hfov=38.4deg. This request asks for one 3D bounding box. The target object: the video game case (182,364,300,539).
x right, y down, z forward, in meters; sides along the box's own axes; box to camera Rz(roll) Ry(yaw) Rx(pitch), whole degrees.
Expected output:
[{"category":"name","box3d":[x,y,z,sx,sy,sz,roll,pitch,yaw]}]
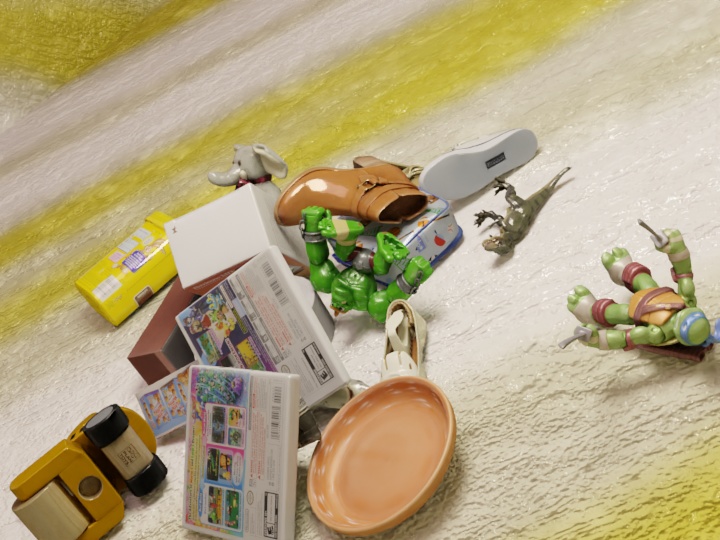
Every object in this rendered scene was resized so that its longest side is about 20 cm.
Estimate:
[{"category":"video game case","box3d":[-0.144,0.219,1.230,0.181,0.203,0.024,0,-3,42]}]

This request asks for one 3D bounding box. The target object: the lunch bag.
[{"category":"lunch bag","box3d":[0.043,-0.053,1.542,0.160,0.076,0.199,-44,33,-17]}]

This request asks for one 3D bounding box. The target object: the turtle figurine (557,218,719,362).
[{"category":"turtle figurine","box3d":[0.287,0.015,1.131,0.198,0.146,0.194,9,5,-13]}]

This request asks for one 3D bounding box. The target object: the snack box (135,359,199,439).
[{"category":"snack box","box3d":[-0.226,0.164,1.421,0.199,0.072,0.024,-29,-7,30]}]

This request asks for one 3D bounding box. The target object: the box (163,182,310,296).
[{"category":"box","box3d":[-0.177,-0.032,1.565,0.151,0.200,0.107,-24,75,13]}]

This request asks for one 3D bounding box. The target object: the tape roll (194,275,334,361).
[{"category":"tape roll","box3d":[-0.139,0.096,1.491,0.199,0.066,0.201,-23,32,15]}]

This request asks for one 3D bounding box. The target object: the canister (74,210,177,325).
[{"category":"canister","box3d":[-0.399,-0.004,1.846,0.200,0.087,0.148,-43,32,-17]}]

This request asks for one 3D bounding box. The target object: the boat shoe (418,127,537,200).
[{"category":"boat shoe","box3d":[0.169,-0.172,1.596,0.201,0.075,0.086,-28,22,-13]}]

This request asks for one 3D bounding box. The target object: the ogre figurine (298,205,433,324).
[{"category":"ogre figurine","box3d":[0.000,0.000,1.415,0.198,0.121,0.098,14,32,6]}]

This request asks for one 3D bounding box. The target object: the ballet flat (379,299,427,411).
[{"category":"ballet flat","box3d":[0.047,0.112,1.306,0.067,0.063,0.201,-21,32,16]}]

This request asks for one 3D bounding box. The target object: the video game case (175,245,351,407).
[{"category":"video game case","box3d":[-0.129,0.100,1.335,0.182,0.201,0.023,-34,-10,24]}]

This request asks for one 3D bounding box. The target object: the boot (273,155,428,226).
[{"category":"boot","box3d":[-0.014,-0.098,1.488,0.199,0.074,0.155,-28,37,-17]}]

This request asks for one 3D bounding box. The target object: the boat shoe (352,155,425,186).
[{"category":"boat shoe","box3d":[0.058,-0.147,1.673,0.073,0.063,0.200,-41,32,-17]}]

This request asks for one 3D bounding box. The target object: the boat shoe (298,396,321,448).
[{"category":"boat shoe","box3d":[-0.124,0.224,1.279,0.200,0.064,0.071,-37,-3,41]}]

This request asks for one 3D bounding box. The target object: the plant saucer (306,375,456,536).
[{"category":"plant saucer","box3d":[0.028,0.213,1.175,0.199,0.037,0.201,-28,36,23]}]

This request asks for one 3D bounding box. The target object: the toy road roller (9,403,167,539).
[{"category":"toy road roller","box3d":[-0.366,0.270,1.391,0.200,0.123,0.146,-40,17,-16]}]

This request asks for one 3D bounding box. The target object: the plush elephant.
[{"category":"plush elephant","box3d":[-0.186,-0.141,1.767,0.199,0.156,0.164,-34,9,-19]}]

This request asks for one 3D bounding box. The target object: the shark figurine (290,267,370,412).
[{"category":"shark figurine","box3d":[-0.071,0.114,1.374,0.128,0.215,0.089,-48,-20,28]}]

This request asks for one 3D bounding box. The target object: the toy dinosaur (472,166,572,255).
[{"category":"toy dinosaur","box3d":[0.215,-0.088,1.470,0.088,0.048,0.200,20,55,35]}]

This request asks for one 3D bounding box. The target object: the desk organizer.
[{"category":"desk organizer","box3d":[-0.279,0.086,1.624,0.076,0.072,0.201,-13,35,32]}]
